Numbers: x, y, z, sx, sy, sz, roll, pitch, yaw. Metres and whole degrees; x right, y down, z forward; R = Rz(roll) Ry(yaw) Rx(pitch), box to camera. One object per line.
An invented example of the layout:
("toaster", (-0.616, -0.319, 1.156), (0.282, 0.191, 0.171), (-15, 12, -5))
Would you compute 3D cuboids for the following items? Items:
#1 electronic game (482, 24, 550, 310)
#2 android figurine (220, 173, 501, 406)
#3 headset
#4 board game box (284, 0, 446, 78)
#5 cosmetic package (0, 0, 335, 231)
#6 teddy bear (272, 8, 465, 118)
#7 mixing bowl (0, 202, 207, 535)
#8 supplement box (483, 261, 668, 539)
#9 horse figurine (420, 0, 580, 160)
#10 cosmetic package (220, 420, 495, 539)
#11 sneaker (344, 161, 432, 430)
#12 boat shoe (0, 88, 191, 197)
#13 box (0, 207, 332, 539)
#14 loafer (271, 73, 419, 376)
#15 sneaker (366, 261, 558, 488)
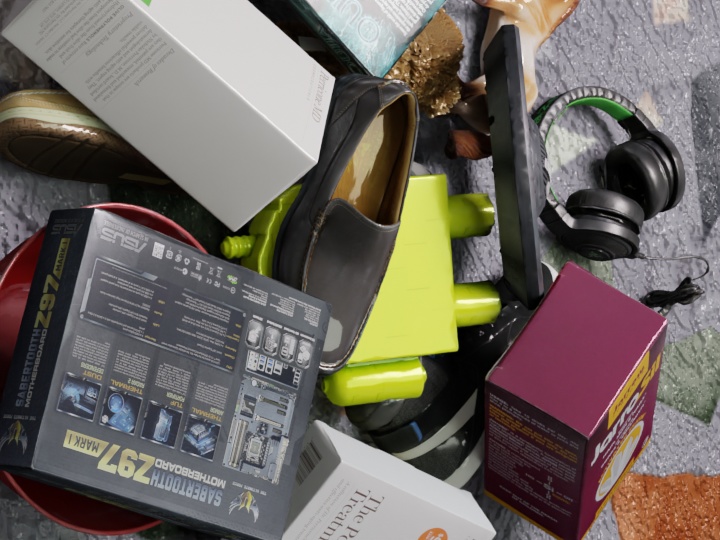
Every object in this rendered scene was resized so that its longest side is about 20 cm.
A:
("electronic game", (0.113, -0.072, 1.622), (0.041, 0.200, 0.202), (-5, 90, 4))
("android figurine", (0.000, 0.000, 1.559), (0.198, 0.041, 0.184), (-7, 94, -24))
("headset", (0.200, -0.050, 1.820), (0.200, 0.094, 0.124), (49, 62, -11))
("board game box", (-0.017, -0.239, 1.526), (0.200, 0.028, 0.136), (47, 72, -24))
("cosmetic package", (-0.118, -0.134, 1.453), (0.200, 0.085, 0.108), (39, 31, -21))
("teddy bear", (-0.020, -0.141, 1.611), (0.145, 0.067, 0.200), (50, 51, 4))
("mixing bowl", (-0.181, 0.062, 1.440), (0.199, 0.108, 0.202), (2, 87, -40))
("supplement box", (0.151, 0.100, 1.638), (0.111, 0.085, 0.200), (-52, 161, -22))
("horse figurine", (0.100, -0.165, 1.734), (0.132, 0.050, 0.202), (24, 73, -35))
("cosmetic package", (-0.027, 0.211, 1.539), (0.150, 0.052, 0.200), (26, 108, -39))
("sneaker", (-0.016, 0.005, 1.620), (0.115, 0.075, 0.202), (21, 66, -33))
("boat shoe", (-0.160, -0.099, 1.500), (0.199, 0.071, 0.077), (12, 68, -50))
("box", (-0.116, 0.067, 1.392), (0.199, 0.051, 0.159), (22, 74, -40))
("loafer", (-0.008, -0.030, 1.493), (0.072, 0.072, 0.202), (9, 88, -28))
("sneaker", (0.073, 0.053, 1.685), (0.112, 0.073, 0.201), (45, 63, -34))
